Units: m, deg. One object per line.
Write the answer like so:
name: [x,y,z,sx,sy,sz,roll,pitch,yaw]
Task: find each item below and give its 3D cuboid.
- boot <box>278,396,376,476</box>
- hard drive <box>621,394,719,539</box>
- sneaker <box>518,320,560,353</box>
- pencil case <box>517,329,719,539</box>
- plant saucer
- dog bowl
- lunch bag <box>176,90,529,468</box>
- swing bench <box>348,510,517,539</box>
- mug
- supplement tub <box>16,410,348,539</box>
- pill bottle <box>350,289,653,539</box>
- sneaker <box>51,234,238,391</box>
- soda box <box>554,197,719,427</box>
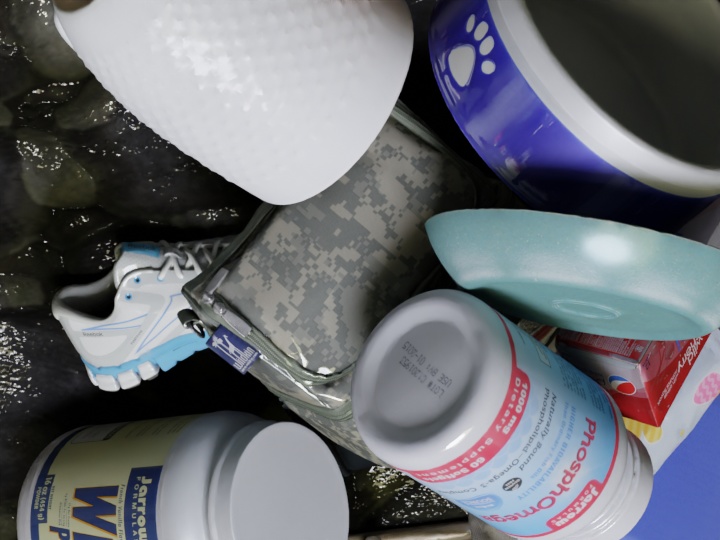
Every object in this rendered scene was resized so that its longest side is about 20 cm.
boot: [0.031,0.065,1.789,0.167,0.077,0.201,-13,141,9]
hard drive: [0.210,0.137,1.869,0.199,0.133,0.025,27,173,-34]
sneaker: [0.130,0.006,1.708,0.201,0.082,0.078,-62,164,11]
pencil case: [0.176,0.107,1.777,0.083,0.200,0.091,41,161,3]
plant saucer: [0.132,0.007,1.499,0.199,0.036,0.200,11,170,2]
dog bowl: [0.138,-0.115,1.509,0.199,0.201,0.079,23,132,-29]
lunch bag: [0.000,0.000,1.625,0.168,0.139,0.200,42,82,-26]
swing bench: [0.071,0.285,1.951,0.199,0.200,0.130,-19,137,13]
mug: [-0.097,-0.140,1.507,0.175,0.148,0.199,31,158,-33]
supplement tub: [-0.122,0.172,1.795,0.199,0.146,0.145,-9,145,39]
pill bottle: [0.090,0.097,1.556,0.108,0.109,0.200,-30,141,24]
sneaker: [-0.116,0.008,1.713,0.199,0.075,0.087,-26,126,17]
soda box: [0.198,-0.003,1.646,0.063,0.200,0.070,16,149,31]
